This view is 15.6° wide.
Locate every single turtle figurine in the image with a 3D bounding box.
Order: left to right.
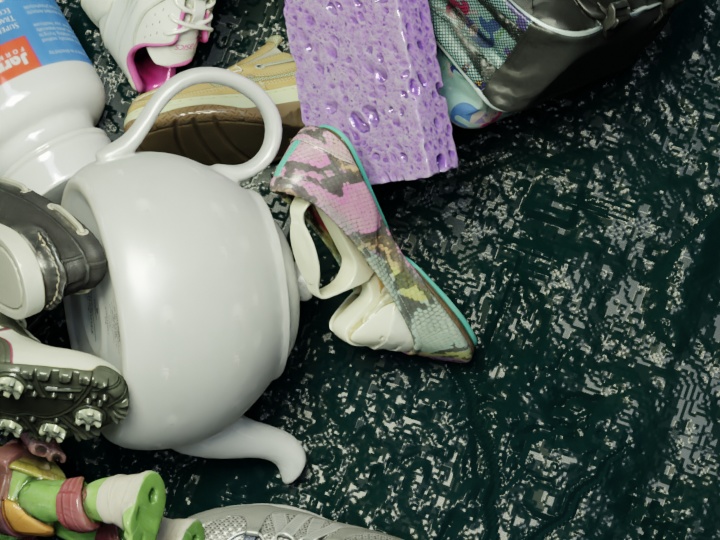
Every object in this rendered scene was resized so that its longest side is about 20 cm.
[{"bbox_3d":[-0.208,0.179,1.611,0.193,0.200,0.145,2,117,25],"label":"turtle figurine"}]

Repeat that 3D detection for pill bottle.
[{"bbox_3d":[-0.234,-0.128,1.714,0.112,0.112,0.200,-31,75,-3],"label":"pill bottle"}]

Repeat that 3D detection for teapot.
[{"bbox_3d":[-0.100,0.010,1.641,0.145,0.200,0.198,-10,57,-17],"label":"teapot"}]

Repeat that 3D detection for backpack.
[{"bbox_3d":[0.086,-0.199,1.669,0.177,0.151,0.200,-26,75,-47],"label":"backpack"}]

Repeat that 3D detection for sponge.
[{"bbox_3d":[-0.003,-0.153,1.629,0.030,0.111,0.201,-16,98,-40],"label":"sponge"}]

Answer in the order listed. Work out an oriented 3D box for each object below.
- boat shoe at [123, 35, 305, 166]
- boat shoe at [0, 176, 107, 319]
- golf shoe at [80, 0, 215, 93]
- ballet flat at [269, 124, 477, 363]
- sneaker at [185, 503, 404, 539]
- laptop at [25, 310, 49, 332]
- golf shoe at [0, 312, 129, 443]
[{"bbox_3d":[-0.057,-0.117,1.726,0.199,0.072,0.076,-5,63,-6],"label":"boat shoe"},{"bbox_3d":[-0.219,-0.024,1.611,0.060,0.200,0.074,-17,111,-26],"label":"boat shoe"},{"bbox_3d":[-0.110,-0.186,1.686,0.075,0.200,0.092,-9,70,-31],"label":"golf shoe"},{"bbox_3d":[0.000,0.000,1.637,0.071,0.200,0.069,-46,34,-19],"label":"ballet flat"},{"bbox_3d":[-0.028,0.180,1.635,0.199,0.082,0.075,4,76,6],"label":"sneaker"},{"bbox_3d":[-0.322,0.007,1.688,0.177,0.103,0.200,-47,48,-6],"label":"laptop"},{"bbox_3d":[-0.221,0.052,1.594,0.199,0.077,0.088,1,55,30],"label":"golf shoe"}]
